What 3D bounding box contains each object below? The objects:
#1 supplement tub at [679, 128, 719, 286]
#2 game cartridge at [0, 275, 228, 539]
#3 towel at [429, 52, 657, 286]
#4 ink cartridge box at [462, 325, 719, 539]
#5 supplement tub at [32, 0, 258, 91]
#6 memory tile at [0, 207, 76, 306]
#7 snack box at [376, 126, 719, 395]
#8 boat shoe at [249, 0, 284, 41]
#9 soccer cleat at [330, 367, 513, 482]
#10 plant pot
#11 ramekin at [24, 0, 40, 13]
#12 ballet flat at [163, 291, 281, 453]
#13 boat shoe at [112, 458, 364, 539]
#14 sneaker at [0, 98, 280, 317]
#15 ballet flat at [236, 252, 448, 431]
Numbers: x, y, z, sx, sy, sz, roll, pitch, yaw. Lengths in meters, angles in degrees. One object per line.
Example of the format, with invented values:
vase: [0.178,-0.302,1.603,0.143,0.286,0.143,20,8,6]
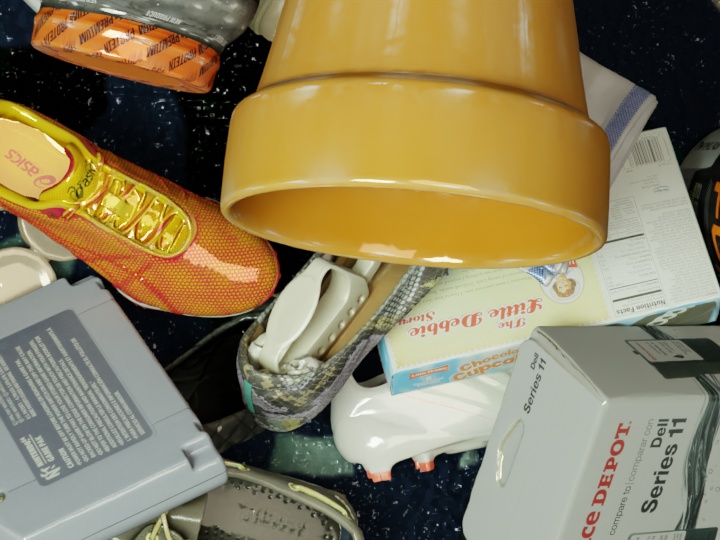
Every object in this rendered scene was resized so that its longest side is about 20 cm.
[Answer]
supplement tub: [0.266,-0.031,1.576,0.122,0.200,0.123,0,91,-14]
game cartridge: [-0.167,0.082,1.460,0.133,0.200,0.042,-28,128,-10]
towel: [0.058,-0.095,1.532,0.199,0.024,0.147,32,61,4]
ink cartridge box: [0.175,0.112,1.564,0.199,0.083,0.147,0,119,-32]
supplement tub: [-0.100,-0.201,1.401,0.122,0.122,0.201,14,88,-14]
memory tile: [-0.258,-0.029,1.534,0.200,0.017,0.154,33,83,-12]
snack box: [0.099,-0.006,1.580,0.199,0.037,0.117,-12,66,-6]
boat shoe: [0.031,-0.169,1.512,0.199,0.072,0.065,-27,75,-20]
soccer cleat: [0.079,0.068,1.600,0.199,0.069,0.078,-13,92,-11]
plant pot: [0.034,-0.111,1.400,0.199,0.200,0.184,8,79,-15]
ramekin: [-0.112,-0.222,1.522,0.199,0.105,0.201,0,91,-14]
ballet flat: [-0.087,0.068,1.538,0.066,0.057,0.200,38,57,24]
boat shoe: [-0.094,0.137,1.558,0.201,0.060,0.072,12,90,-15]
sneaker: [-0.138,-0.030,1.497,0.199,0.077,0.073,25,84,0]
ballet flat: [0.000,0.000,1.518,0.072,0.072,0.201,42,76,-12]
